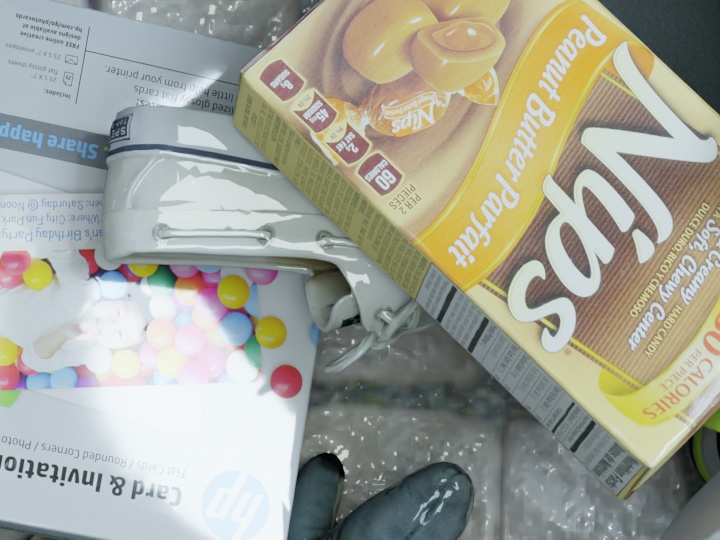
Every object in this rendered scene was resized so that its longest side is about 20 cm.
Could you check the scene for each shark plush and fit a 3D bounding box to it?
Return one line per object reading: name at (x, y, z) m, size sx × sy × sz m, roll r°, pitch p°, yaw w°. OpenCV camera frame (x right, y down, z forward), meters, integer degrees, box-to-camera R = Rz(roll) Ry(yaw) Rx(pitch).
shark plush at (-0.035, 0.147, 1.106) m, size 0.200 × 0.083 × 0.091 m, roll -37°, pitch 94°, yaw -6°

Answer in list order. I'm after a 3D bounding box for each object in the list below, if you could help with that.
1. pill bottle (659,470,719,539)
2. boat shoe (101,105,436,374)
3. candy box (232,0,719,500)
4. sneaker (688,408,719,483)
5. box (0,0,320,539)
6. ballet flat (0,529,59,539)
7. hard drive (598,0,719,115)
pill bottle at (0.204, 0.146, 1.017) m, size 0.113 × 0.113 × 0.200 m, roll -41°, pitch 93°, yaw -6°
boat shoe at (0.000, -0.001, 1.069) m, size 0.202 × 0.075 × 0.086 m, roll 11°, pitch 78°, yaw -14°
candy box at (0.065, -0.030, 1.020) m, size 0.200 × 0.055 × 0.115 m, roll 44°, pitch 74°, yaw 8°
sneaker at (0.222, 0.098, 1.139) m, size 0.200 × 0.083 × 0.072 m, roll 19°, pitch 87°, yaw -6°
box at (-0.092, 0.005, 1.099) m, size 0.156 × 0.041 × 0.200 m, roll 12°, pitch 80°, yaw -15°
ballet flat at (-0.168, 0.099, 1.109) m, size 0.200 × 0.046 × 0.067 m, roll -30°, pitch 93°, yaw -7°
hard drive at (0.167, -0.061, 1.110) m, size 0.139 × 0.033 × 0.200 m, roll -21°, pitch 63°, yaw -7°
